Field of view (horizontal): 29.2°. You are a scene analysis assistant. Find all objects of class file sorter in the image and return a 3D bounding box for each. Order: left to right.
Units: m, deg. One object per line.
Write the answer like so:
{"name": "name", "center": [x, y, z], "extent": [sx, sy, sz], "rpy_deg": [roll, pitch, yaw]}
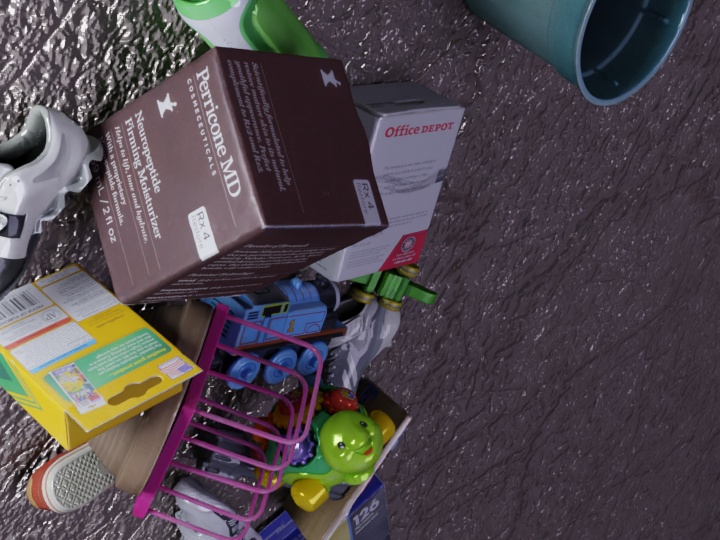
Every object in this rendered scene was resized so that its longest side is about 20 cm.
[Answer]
{"name": "file sorter", "center": [-0.132, 0.163, 1.406], "extent": [0.139, 0.125, 0.200], "rpy_deg": [-77, -169, -45]}

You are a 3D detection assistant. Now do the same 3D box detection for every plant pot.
{"name": "plant pot", "center": [-0.223, 0.113, 1.365], "extent": [0.201, 0.093, 0.201], "rpy_deg": [-159, -90, -81]}
{"name": "plant pot", "center": [0.226, -0.309, 1.503], "extent": [0.200, 0.196, 0.201], "rpy_deg": [-31, 139, -32]}

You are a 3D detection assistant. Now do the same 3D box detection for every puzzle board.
{"name": "puzzle board", "center": [-0.017, 0.242, 1.730], "extent": [0.017, 0.151, 0.200], "rpy_deg": [35, 90, -21]}

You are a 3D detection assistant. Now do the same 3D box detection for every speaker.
{"name": "speaker", "center": [-0.097, -0.220, 1.284], "extent": [0.089, 0.088, 0.200], "rpy_deg": [-52, 146, -5]}

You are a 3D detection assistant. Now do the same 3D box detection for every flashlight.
{"name": "flashlight", "center": [-0.100, 0.220, 1.631], "extent": [0.200, 0.068, 0.068], "rpy_deg": [23, 117, -35]}

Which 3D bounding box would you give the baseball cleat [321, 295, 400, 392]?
{"name": "baseball cleat", "center": [-0.035, 0.112, 1.675], "extent": [0.106, 0.070, 0.200], "rpy_deg": [28, 94, -40]}

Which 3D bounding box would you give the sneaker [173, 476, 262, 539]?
{"name": "sneaker", "center": [-0.191, 0.325, 1.637], "extent": [0.115, 0.075, 0.200], "rpy_deg": [-50, 149, -13]}

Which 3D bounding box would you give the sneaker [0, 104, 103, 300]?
{"name": "sneaker", "center": [-0.310, -0.055, 1.179], "extent": [0.200, 0.074, 0.089], "rpy_deg": [-59, 147, -12]}

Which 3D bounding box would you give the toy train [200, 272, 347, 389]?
{"name": "toy train", "center": [-0.097, 0.060, 1.516], "extent": [0.200, 0.087, 0.114], "rpy_deg": [-7, 126, -48]}

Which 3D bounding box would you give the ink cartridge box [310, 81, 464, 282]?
{"name": "ink cartridge box", "center": [0.017, -0.102, 1.524], "extent": [0.145, 0.083, 0.200], "rpy_deg": [-13, 127, -46]}

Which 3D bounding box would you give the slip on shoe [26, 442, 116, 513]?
{"name": "slip on shoe", "center": [-0.270, 0.201, 1.456], "extent": [0.200, 0.061, 0.074], "rpy_deg": [-25, 101, -53]}

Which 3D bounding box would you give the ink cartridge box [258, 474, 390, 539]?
{"name": "ink cartridge box", "center": [-0.045, 0.364, 1.876], "extent": [0.198, 0.047, 0.200], "rpy_deg": [-37, 146, -24]}

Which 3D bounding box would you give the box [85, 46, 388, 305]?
{"name": "box", "center": [-0.115, -0.080, 1.235], "extent": [0.200, 0.166, 0.164], "rpy_deg": [-26, 165, 39]}

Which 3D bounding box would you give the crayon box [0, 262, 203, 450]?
{"name": "crayon box", "center": [-0.251, 0.082, 1.246], "extent": [0.126, 0.200, 0.052], "rpy_deg": [-27, 137, -35]}

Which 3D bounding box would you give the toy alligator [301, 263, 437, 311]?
{"name": "toy alligator", "center": [0.000, 0.000, 1.617], "extent": [0.200, 0.054, 0.059], "rpy_deg": [17, 106, -29]}

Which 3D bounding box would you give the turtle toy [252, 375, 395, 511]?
{"name": "turtle toy", "center": [-0.040, 0.182, 1.525], "extent": [0.146, 0.200, 0.101], "rpy_deg": [-42, 121, -22]}
